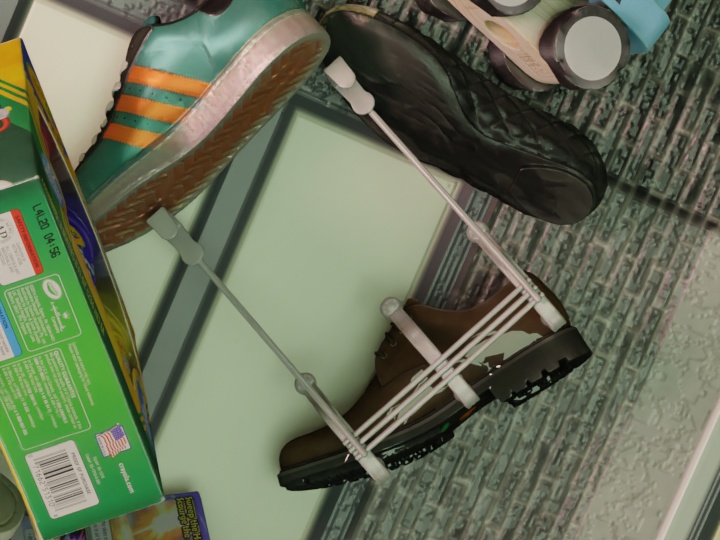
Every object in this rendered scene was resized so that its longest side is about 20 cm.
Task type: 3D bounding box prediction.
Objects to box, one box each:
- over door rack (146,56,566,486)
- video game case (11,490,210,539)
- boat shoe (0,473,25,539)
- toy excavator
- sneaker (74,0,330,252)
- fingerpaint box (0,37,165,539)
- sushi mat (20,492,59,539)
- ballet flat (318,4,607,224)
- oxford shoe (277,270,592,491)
[{"bbox_3d":[0.000,0.000,1.240,0.148,0.067,0.200,-41,88,-1],"label":"over door rack"},{"bbox_3d":[-0.161,0.219,1.204,0.180,0.200,0.046,-7,132,-10],"label":"video game case"},{"bbox_3d":[-0.286,0.113,1.197,0.199,0.075,0.066,24,124,-8],"label":"boat shoe"},{"bbox_3d":[0.160,-0.185,1.260,0.194,0.100,0.200,40,81,-17],"label":"toy excavator"},{"bbox_3d":[-0.111,-0.092,1.230,0.200,0.071,0.080,-42,71,10],"label":"sneaker"},{"bbox_3d":[-0.169,0.007,1.120,0.073,0.167,0.201,-18,121,-2],"label":"fingerpaint box"},{"bbox_3d":[-0.203,0.055,1.188,0.012,0.096,0.201,-20,103,-4],"label":"sushi mat"},{"bbox_3d":[0.058,-0.092,1.279,0.200,0.057,0.067,34,119,-11],"label":"ballet flat"},{"bbox_3d":[0.032,0.066,1.292,0.199,0.073,0.085,-30,79,-2],"label":"oxford shoe"}]
